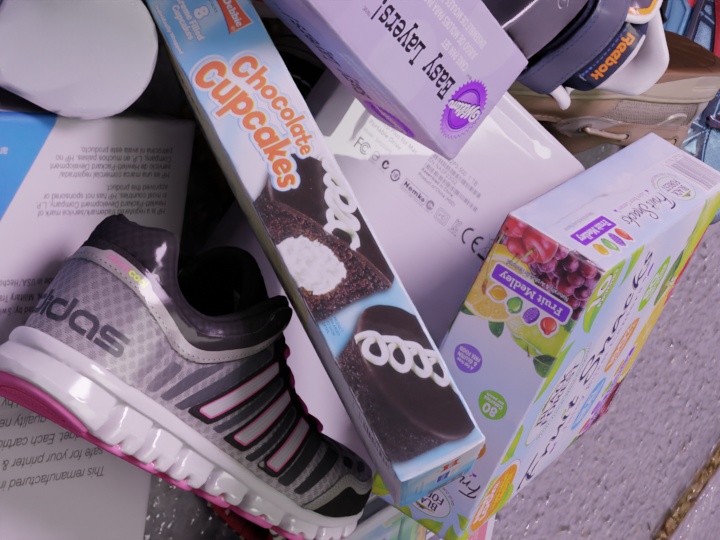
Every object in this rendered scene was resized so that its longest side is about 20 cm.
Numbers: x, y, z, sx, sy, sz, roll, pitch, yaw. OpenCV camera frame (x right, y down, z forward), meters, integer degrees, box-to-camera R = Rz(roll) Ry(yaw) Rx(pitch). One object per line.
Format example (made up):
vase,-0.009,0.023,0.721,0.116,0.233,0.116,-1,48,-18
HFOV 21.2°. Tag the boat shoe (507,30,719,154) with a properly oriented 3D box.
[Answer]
boat shoe,0.105,-0.088,0.985,0.199,0.072,0.065,-4,126,-40

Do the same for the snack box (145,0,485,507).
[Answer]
snack box,-0.017,-0.011,0.720,0.037,0.201,0.116,-27,170,-4

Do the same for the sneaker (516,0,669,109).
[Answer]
sneaker,0.081,-0.124,0.850,0.078,0.080,0.200,-44,155,24

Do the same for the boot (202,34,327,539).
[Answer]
boot,-0.030,0.015,0.864,0.154,0.073,0.204,-44,130,-26

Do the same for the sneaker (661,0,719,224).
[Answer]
sneaker,0.214,-0.118,1.077,0.079,0.095,0.201,-3,104,-47

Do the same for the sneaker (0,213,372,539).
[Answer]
sneaker,-0.049,0.040,0.720,0.200,0.074,0.088,34,81,-48

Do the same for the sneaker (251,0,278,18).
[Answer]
sneaker,-0.076,-0.132,0.717,0.070,0.094,0.200,-38,136,21

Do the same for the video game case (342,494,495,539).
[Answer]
video game case,0.003,0.172,0.961,0.200,0.017,0.144,-26,132,-47

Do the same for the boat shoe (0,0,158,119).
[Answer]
boat shoe,-0.163,-0.119,0.670,0.199,0.070,0.071,28,92,-24

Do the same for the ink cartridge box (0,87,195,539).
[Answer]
ink cartridge box,-0.150,0.034,0.722,0.146,0.084,0.201,-2,105,-49

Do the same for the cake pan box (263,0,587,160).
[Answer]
cake pan box,0.038,-0.156,0.697,0.184,0.052,0.200,-51,147,-3

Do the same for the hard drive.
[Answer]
hard drive,0.000,0.000,0.827,0.132,0.026,0.200,40,81,-32

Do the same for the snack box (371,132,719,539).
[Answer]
snack box,0.090,0.025,0.864,0.200,0.053,0.143,-27,145,-61
